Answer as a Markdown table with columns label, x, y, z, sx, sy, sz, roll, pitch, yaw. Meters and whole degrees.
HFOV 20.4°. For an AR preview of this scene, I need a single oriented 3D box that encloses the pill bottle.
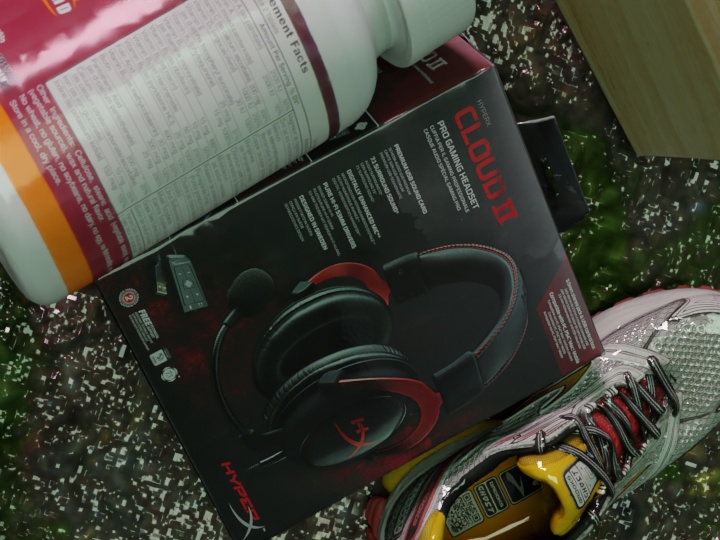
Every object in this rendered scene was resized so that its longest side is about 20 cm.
| label | x | y | z | sx | sy | sz | roll | pitch | yaw |
| --- | --- | --- | --- | --- | --- | --- | --- | --- | --- |
| pill bottle | -0.063 | -0.082 | 0.746 | 0.199 | 0.109 | 0.110 | -32 | 103 | -11 |

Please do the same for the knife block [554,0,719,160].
| label | x | y | z | sx | sy | sz | roll | pitch | yaw |
| --- | --- | --- | --- | --- | --- | --- | --- | --- | --- |
| knife block | 0.104 | -0.138 | 0.802 | 0.175 | 0.064 | 0.202 | -14 | 106 | -52 |

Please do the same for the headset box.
| label | x | y | z | sx | sy | sz | roll | pitch | yaw |
| --- | --- | --- | --- | --- | --- | --- | --- | --- | --- |
| headset box | 0.000 | 0.000 | 0.830 | 0.199 | 0.075 | 0.149 | -28 | 120 | -6 |

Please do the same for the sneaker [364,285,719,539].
| label | x | y | z | sx | sy | sz | roll | pitch | yaw |
| --- | --- | --- | --- | --- | --- | --- | --- | --- | --- |
| sneaker | 0.098 | 0.082 | 0.875 | 0.199 | 0.082 | 0.078 | -37 | 104 | -4 |
